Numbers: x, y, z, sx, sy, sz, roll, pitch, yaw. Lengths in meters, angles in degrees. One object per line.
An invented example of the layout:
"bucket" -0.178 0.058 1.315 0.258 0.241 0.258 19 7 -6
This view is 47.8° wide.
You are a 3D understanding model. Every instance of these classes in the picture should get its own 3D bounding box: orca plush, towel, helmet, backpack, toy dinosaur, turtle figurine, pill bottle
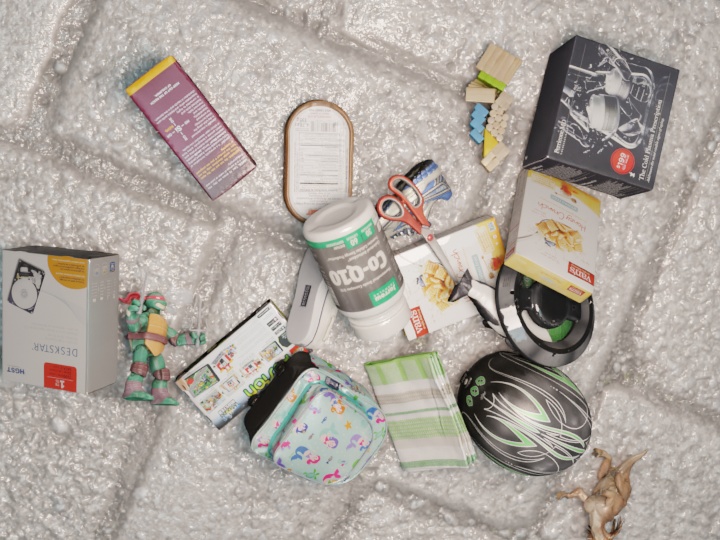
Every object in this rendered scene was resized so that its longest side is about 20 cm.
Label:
"orca plush" 0.213 0.083 1.295 0.200 0.071 0.105 24 54 -27
"towel" 0.094 0.234 1.323 0.149 0.031 0.200 -16 100 36
"helmet" 0.267 0.233 1.300 0.200 0.191 0.200 -13 118 -26
"backpack" -0.058 0.246 1.283 0.200 0.151 0.178 35 94 -31
"toy dinosaur" 0.436 0.401 1.418 0.200 0.086 0.136 -47 113 -16
"turtle figurine" -0.313 0.104 1.255 0.150 0.101 0.200 17 69 -43
"pill bottle" 0.000 0.000 1.221 0.113 0.113 0.200 -26 117 -3

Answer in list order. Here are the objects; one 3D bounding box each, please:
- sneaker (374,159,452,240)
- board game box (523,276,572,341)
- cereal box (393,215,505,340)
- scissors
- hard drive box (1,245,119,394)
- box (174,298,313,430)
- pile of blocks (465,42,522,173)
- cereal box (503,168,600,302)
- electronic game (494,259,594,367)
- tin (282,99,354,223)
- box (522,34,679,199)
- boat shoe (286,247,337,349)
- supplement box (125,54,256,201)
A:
"sneaker" 0.068 -0.081 1.295 0.200 0.077 0.085 -44 106 1
"board game box" 0.316 0.020 1.352 0.105 0.023 0.200 -5 99 -31
"cereal box" 0.144 0.012 1.326 0.200 0.040 0.144 -22 104 -5
"scissors" 0.106 -0.066 1.269 0.200 0.014 0.073 41 81 -18
"hard drive box" -0.448 0.070 1.216 0.156 0.077 0.200 5 98 17
"box" -0.188 0.152 1.313 0.200 0.035 0.110 -39 102 -1
"pile of blocks" 0.204 -0.255 1.298 0.082 0.062 0.200 7 90 3
"cereal box" 0.308 -0.062 1.287 0.144 0.040 0.200 25 52 -12
"electronic game" 0.295 0.054 1.287 0.200 0.042 0.200 8 74 -29
"tin" -0.067 -0.168 1.282 0.112 0.042 0.200 1 98 -4
"box" 0.377 -0.237 1.282 0.182 0.104 0.200 15 85 -9
"boat shoe" -0.056 0.029 1.298 0.066 0.072 0.200 25 75 -46
"supplement box" -0.247 -0.210 1.212 0.086 0.110 0.200 -38 101 0
